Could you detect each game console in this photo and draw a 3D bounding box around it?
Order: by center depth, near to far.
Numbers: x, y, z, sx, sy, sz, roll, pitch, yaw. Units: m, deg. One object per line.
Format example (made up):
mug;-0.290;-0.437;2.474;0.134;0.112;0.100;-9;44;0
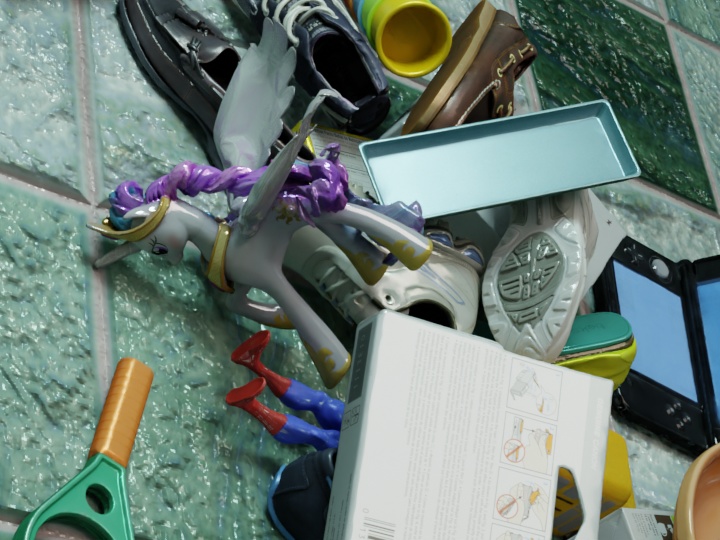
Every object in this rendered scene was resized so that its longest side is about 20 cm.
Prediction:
game console;0.297;0.043;1.651;0.175;0.116;0.201;27;43;-31

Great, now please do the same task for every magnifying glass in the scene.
magnifying glass;-0.156;0.132;1.164;0.079;0.022;0.201;35;39;-22

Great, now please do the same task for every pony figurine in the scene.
pony figurine;-0.056;-0.042;1.283;0.199;0.194;0.167;31;14;-23

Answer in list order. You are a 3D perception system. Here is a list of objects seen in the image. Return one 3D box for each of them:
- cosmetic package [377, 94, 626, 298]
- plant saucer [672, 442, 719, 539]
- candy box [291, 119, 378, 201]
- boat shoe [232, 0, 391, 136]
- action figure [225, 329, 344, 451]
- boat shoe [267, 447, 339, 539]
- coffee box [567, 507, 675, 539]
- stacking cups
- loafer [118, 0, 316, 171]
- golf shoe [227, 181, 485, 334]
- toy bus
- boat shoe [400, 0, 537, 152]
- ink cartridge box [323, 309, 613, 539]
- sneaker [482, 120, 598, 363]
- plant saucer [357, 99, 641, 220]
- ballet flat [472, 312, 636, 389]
cosmetic package;0.111;-0.060;1.545;0.200;0.052;0.151;50;39;-5
plant saucer;0.283;0.218;1.367;0.199;0.037;0.201;27;48;-34
candy box;0.033;-0.050;1.516;0.199;0.026;0.103;12;49;-42
boat shoe;-0.042;-0.196;1.485;0.200;0.075;0.093;51;-4;0
action figure;0.014;0.107;1.296;0.200;0.099;0.066;42;36;-32
boat shoe;0.029;0.192;1.273;0.200;0.069;0.084;36;39;-20
coffee box;0.223;0.234;1.413;0.199;0.114;0.080;9;54;-42
stacking cups;0.024;-0.210;1.546;0.060;0.061;0.200;35;13;-21
loafer;-0.098;-0.136;1.414;0.201;0.063;0.072;57;36;6
golf shoe;0.000;0.000;1.379;0.199;0.078;0.098;17;50;-19
toy bus;0.128;0.138;1.418;0.199;0.078;0.065;26;43;-31
boat shoe;0.090;-0.140;1.486;0.070;0.070;0.200;41;39;-8
ink cartridge box;0.068;0.143;1.246;0.173;0.044;0.201;17;67;-20
sneaker;0.145;-0.011;1.446;0.099;0.077;0.201;47;45;-51
plant saucer;0.099;-0.075;1.398;0.199;0.019;0.070;-12;63;-18
ballet flat;0.111;0.073;1.453;0.198;0.067;0.067;-3;36;-16
